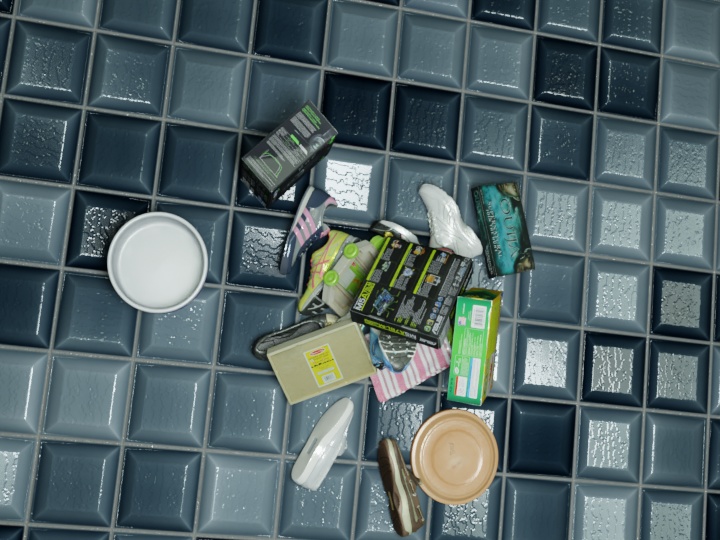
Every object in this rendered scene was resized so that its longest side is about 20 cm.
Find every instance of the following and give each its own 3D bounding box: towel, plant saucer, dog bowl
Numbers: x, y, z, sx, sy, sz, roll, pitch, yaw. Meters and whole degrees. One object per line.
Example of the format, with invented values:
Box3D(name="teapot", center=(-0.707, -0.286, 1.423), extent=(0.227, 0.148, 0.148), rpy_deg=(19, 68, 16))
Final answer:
Box3D(name="towel", center=(0.091, 0.168, 1.614), extent=(0.198, 0.030, 0.148), rpy_deg=(-32, 75, 23))
Box3D(name="plant saucer", center=(0.205, 0.403, 1.674), extent=(0.196, 0.032, 0.205), rpy_deg=(1, 83, -10))
Box3D(name="dog bowl", center=(-0.410, -0.013, 1.580), extent=(0.196, 0.079, 0.204), rpy_deg=(1, 85, -10))

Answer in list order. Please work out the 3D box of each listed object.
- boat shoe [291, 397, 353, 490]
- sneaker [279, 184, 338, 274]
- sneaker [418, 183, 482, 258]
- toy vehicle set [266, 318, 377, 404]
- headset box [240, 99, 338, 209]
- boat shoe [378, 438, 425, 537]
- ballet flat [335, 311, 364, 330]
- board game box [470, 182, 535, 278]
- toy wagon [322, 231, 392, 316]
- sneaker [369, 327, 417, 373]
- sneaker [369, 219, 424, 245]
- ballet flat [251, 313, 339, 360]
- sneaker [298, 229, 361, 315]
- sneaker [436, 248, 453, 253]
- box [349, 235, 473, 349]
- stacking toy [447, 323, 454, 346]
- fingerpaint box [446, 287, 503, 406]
Box3D(name="boat shoe", center=(-0.064, 0.365, 1.614), extent=(0.068, 0.072, 0.202), rpy_deg=(39, 72, -26))
Box3D(name="sneaker", center=(-0.110, -0.077, 1.644), extent=(0.081, 0.070, 0.203), rpy_deg=(21, 82, -3))
Box3D(name="sneaker", center=(0.180, -0.095, 1.698), extent=(0.099, 0.078, 0.201), rpy_deg=(-36, 91, -8))
Box3D(name="toy vehicle set", center=(-0.077, 0.186, 1.582), extent=(0.197, 0.027, 0.126), rpy_deg=(-20, 109, 6))
Box3D(name="headset box", center=(-0.146, -0.241, 1.602), extent=(0.200, 0.174, 0.093), rpy_deg=(-44, 92, -13))
Box3D(name="boat shoe", center=(0.091, 0.450, 1.634), extent=(0.074, 0.074, 0.206), rpy_deg=(-12, 93, -23))
Box3D(name="ballet flat", center=(-0.032, 0.141, 1.618), extent=(0.064, 0.071, 0.203), rpy_deg=(23, 100, 4))
Box3D(name="board game box", center=(0.318, -0.091, 1.717), extent=(0.134, 0.028, 0.204), rpy_deg=(-9, 87, -37))
Box3D(name="toy wagon", center=(0.000, 0.000, 1.622), extent=(0.039, 0.155, 0.201), rpy_deg=(30, 79, 35))
Box3D(name="sneaker", center=(0.060, 0.162, 1.535), extent=(0.077, 0.200, 0.092), rpy_deg=(6, 105, -10))
Box3D(name="sneaker", center=(0.099, -0.032, 1.675), extent=(0.198, 0.080, 0.087), rpy_deg=(34, 84, -3))
Box3D(name="ballet flat", center=(-0.132, 0.144, 1.625), extent=(0.197, 0.057, 0.068), rpy_deg=(-21, 89, -12))
Box3D(name="sneaker", center=(-0.078, 0.003, 1.649), extent=(0.090, 0.078, 0.202), rpy_deg=(34, 89, 29))
Box3D(name="sneaker", center=(0.118, 0.030, 1.619), extent=(0.199, 0.087, 0.074), rpy_deg=(-35, 114, 9))
Box3D(name="box", center=(0.103, 0.039, 1.531), extent=(0.190, 0.048, 0.202), rpy_deg=(14, 57, 21))
Box3D(name="stacking toy", center=(0.191, 0.153, 1.670), extent=(0.196, 0.116, 0.112), rpy_deg=(3, 89, 2))
Box3D(name="fingerpaint box", center=(0.227, 0.144, 1.530), extent=(0.072, 0.167, 0.204), rpy_deg=(7, 97, 17))
